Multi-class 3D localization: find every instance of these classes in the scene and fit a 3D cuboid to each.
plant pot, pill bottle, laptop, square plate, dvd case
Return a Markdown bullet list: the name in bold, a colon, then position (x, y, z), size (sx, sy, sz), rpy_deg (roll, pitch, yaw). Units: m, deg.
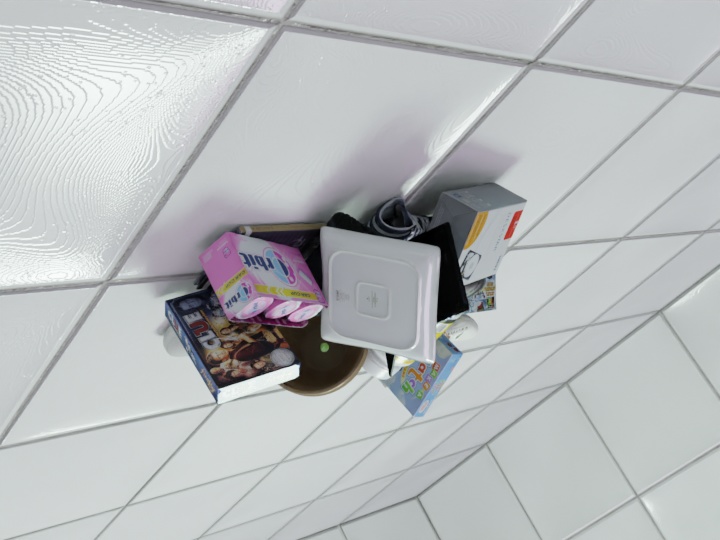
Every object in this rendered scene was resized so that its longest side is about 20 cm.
- **plant pot**: position (-0.075, 0.128, 1.691), size (0.200, 0.201, 0.093), rpy_deg (-31, 160, 4)
- **pill bottle**: position (0.080, 0.098, 1.699), size (0.114, 0.115, 0.200), rpy_deg (0, 140, -51)
- **laptop**: position (0.096, 0.050, 1.573), size (0.199, 0.178, 0.103), rpy_deg (-26, 141, 21)
- **square plate**: position (0.023, 0.042, 1.468), size (0.028, 0.197, 0.201), rpy_deg (-44, 139, -57)
- **dvd case**: position (-0.150, -0.024, 1.513), size (0.199, 0.016, 0.149), rpy_deg (-6, 149, -46)

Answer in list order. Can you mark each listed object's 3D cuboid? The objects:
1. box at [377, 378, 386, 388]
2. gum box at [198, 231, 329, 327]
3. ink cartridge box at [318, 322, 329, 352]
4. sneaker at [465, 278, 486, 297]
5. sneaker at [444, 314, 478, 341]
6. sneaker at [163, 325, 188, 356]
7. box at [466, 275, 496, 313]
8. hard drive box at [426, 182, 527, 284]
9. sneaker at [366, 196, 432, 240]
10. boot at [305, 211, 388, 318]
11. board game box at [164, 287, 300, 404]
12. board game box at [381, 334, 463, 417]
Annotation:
- **box**: position (0.096, 0.137, 1.978), size (0.200, 0.113, 0.101), rpy_deg (-33, 168, -49)
- **gum box**: position (-0.140, 0.018, 1.443), size (0.066, 0.114, 0.200), rpy_deg (-38, 157, 21)
- **ink cartridge box**: position (-0.019, 0.088, 1.863), size (0.200, 0.076, 0.148), rpy_deg (-56, 176, -36)
- **sneaker**: position (0.135, 0.027, 1.760), size (0.199, 0.074, 0.082), rpy_deg (-8, 178, 2)
- **sneaker**: position (0.163, 0.128, 1.894), size (0.199, 0.085, 0.073), rpy_deg (12, 131, -36)
- **sneaker**: position (-0.239, 0.120, 1.535), size (0.199, 0.116, 0.074), rpy_deg (-21, 129, 18)
- **box**: position (0.198, 0.017, 1.886), size (0.040, 0.138, 0.200), rpy_deg (2, -177, 42)
- **hard drive box**: position (0.193, -0.062, 1.666), size (0.200, 0.077, 0.156), rpy_deg (-17, 133, -55)
- **sneaker**: position (0.090, -0.077, 1.629), size (0.199, 0.070, 0.109), rpy_deg (-11, 153, -33)
- **boot**: position (-0.001, 0.020, 1.534), size (0.168, 0.200, 0.076), rpy_deg (-57, 179, 37)
- **board game box**: position (-0.196, 0.103, 1.442), size (0.135, 0.200, 0.035), rpy_deg (-17, 137, -28)
- **board game box**: position (0.088, 0.154, 1.803), size (0.037, 0.200, 0.152), rpy_deg (6, 121, -47)
